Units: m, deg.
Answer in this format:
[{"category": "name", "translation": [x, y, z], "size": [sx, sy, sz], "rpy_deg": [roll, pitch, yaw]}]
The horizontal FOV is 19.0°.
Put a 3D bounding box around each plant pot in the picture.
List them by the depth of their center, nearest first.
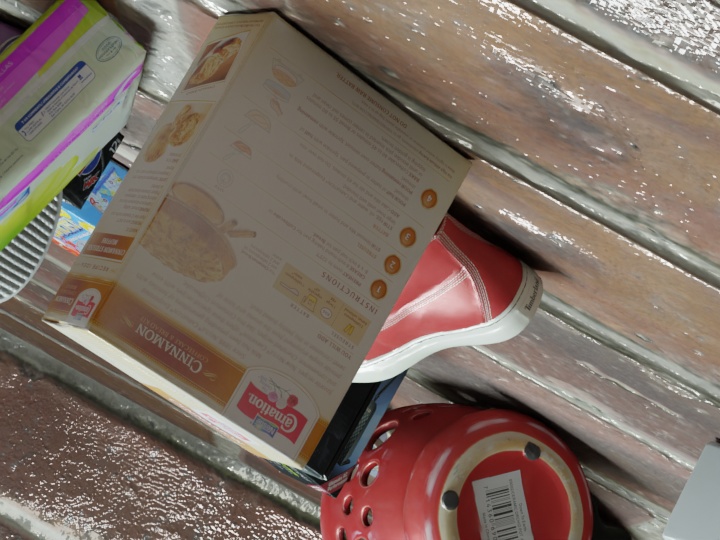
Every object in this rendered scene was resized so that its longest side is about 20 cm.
[{"category": "plant pot", "translation": [0.091, 0.210, 1.840], "size": [0.200, 0.201, 0.182], "rpy_deg": [34, 160, -20]}]

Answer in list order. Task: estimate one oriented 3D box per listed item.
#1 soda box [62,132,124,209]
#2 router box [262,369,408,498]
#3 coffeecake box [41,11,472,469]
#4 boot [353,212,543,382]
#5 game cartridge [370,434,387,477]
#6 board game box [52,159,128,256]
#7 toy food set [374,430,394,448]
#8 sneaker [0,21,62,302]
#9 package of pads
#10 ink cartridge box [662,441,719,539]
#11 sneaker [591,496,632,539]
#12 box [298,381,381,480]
[{"category": "soda box", "translation": [-0.280, -0.120, 1.617], "size": [0.200, 0.071, 0.063], "rpy_deg": [24, 169, 25]}, {"category": "router box", "translation": [-0.044, 0.070, 1.661], "size": [0.062, 0.150, 0.200], "rpy_deg": [22, 167, 34]}, {"category": "coffeecake box", "translation": [-0.055, -0.017, 1.191], "size": [0.153, 0.200, 0.073], "rpy_deg": [35, 167, -26]}, {"category": "boot", "translation": [0.000, 0.000, 1.381], "size": [0.144, 0.073, 0.200], "rpy_deg": [37, 144, -28]}, {"category": "game cartridge", "translation": [0.062, 0.222, 2.345], "size": [0.133, 0.042, 0.200], "rpy_deg": [27, 169, -8]}, {"category": "board game box", "translation": [-0.198, -0.033, 1.831], "size": [0.195, 0.056, 0.200], "rpy_deg": [32, 168, -13]}, {"category": "toy food set", "translation": [-0.056, 0.133, 2.187], "size": [0.200, 0.061, 0.144], "rpy_deg": [23, 167, 27]}, {"category": "sneaker", "translation": [-0.271, -0.084, 1.531], "size": [0.114, 0.201, 0.073], "rpy_deg": [25, -157, 35]}, {"category": "package of pads", "translation": [-0.211, -0.092, 1.371], "size": [0.068, 0.155, 0.200], "rpy_deg": [43, 166, 0]}, {"category": "ink cartridge box", "translation": [0.332, 0.210, 1.512], "size": [0.200, 0.083, 0.147], "rpy_deg": [20, 165, 43]}, {"category": "sneaker", "translation": [0.174, 0.242, 2.057], "size": [0.120, 0.084, 0.200], "rpy_deg": [11, 161, 31]}, {"category": "box", "translation": [-0.071, 0.024, 1.497], "size": [0.086, 0.164, 0.200], "rpy_deg": [16, 162, 50]}]
